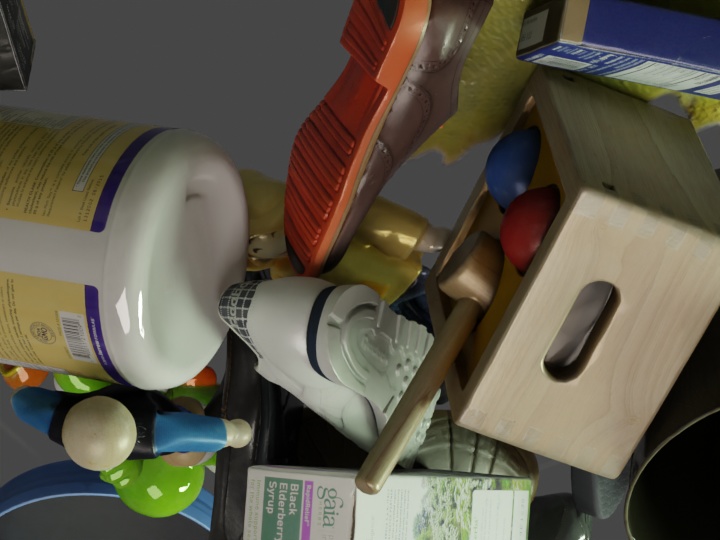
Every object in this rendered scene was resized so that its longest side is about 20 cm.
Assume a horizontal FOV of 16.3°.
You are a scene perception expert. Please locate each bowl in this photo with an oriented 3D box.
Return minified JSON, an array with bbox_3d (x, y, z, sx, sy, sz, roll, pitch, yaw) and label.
[{"bbox_3d":[-0.173,0.201,1.737,0.200,0.039,0.201,2,137,2],"label":"bowl"}]

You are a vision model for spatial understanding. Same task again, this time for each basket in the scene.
[{"bbox_3d":[0.223,0.049,1.429,0.136,0.200,0.180,22,133,-18],"label":"basket"}]

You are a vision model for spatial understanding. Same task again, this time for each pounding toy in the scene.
[{"bbox_3d":[0.093,0.016,1.377,0.142,0.184,0.200,20,115,-16],"label":"pounding toy"}]

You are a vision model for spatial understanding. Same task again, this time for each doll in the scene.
[{"bbox_3d":[-0.128,0.087,1.409,0.136,0.049,0.200,9,177,6],"label":"doll"}]

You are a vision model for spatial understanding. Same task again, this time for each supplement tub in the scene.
[{"bbox_3d":[-0.179,-0.017,1.405,0.200,0.146,0.146,9,140,23],"label":"supplement tub"}]

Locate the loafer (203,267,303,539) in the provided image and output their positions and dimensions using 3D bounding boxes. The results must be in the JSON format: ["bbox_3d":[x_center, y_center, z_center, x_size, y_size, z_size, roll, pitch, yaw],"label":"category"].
[{"bbox_3d":[-0.072,0.093,1.521,0.072,0.201,0.073,-7,174,14],"label":"loafer"}]

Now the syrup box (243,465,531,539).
[{"bbox_3d":[0.017,0.158,1.492,0.081,0.079,0.200,2,177,35],"label":"syrup box"}]

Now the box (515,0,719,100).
[{"bbox_3d":[0.191,-0.110,1.336,0.200,0.032,0.121,12,179,-7],"label":"box"}]

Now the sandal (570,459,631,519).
[{"bbox_3d":[0.140,0.084,1.571,0.043,0.076,0.200,20,141,23],"label":"sandal"}]

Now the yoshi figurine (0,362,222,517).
[{"bbox_3d":[-0.155,0.095,1.584,0.112,0.113,0.200,-18,137,43],"label":"yoshi figurine"}]

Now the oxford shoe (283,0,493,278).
[{"bbox_3d":[0.015,-0.076,1.386,0.072,0.071,0.200,6,125,-30],"label":"oxford shoe"}]

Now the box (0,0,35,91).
[{"bbox_3d":[-0.274,-0.177,1.340,0.159,0.049,0.200,-5,136,6],"label":"box"}]

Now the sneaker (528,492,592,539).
[{"bbox_3d":[0.065,0.196,1.687,0.200,0.075,0.085,-30,126,31],"label":"sneaker"}]

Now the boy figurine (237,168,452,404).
[{"bbox_3d":[0.000,0.000,1.495,0.200,0.065,0.124,34,132,-31],"label":"boy figurine"}]

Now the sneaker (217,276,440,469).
[{"bbox_3d":[-0.012,0.055,1.455,0.080,0.077,0.200,6,155,23],"label":"sneaker"}]

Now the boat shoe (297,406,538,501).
[{"bbox_3d":[0.021,0.119,1.621,0.200,0.073,0.065,14,176,-28],"label":"boat shoe"}]
